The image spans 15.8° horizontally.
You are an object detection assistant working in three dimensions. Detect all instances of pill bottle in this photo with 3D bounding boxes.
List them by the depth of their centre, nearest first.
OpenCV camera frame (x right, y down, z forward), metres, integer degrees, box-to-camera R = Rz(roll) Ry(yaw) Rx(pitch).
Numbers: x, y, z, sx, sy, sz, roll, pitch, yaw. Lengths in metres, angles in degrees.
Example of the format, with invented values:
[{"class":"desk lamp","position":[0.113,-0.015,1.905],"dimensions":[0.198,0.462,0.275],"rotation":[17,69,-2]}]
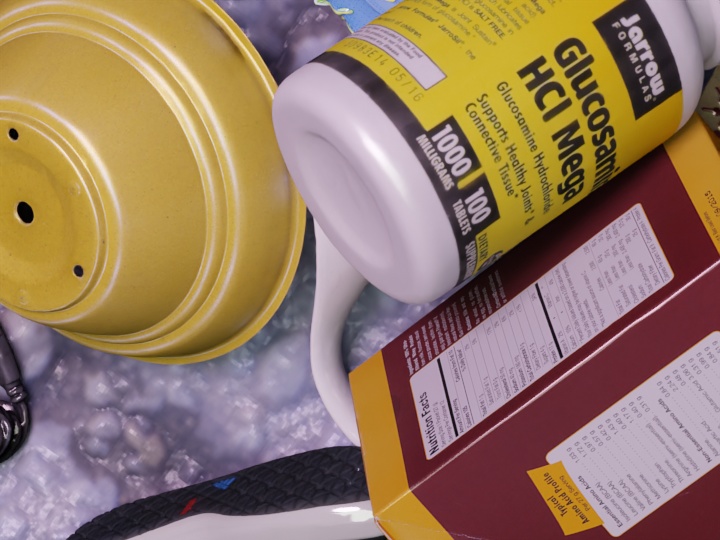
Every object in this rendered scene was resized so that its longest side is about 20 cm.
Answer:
[{"class":"pill bottle","position":[0.071,-0.082,1.099],"dimensions":[0.200,0.112,0.113],"rotation":[-35,92,-17]}]

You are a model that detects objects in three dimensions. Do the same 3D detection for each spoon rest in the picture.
[{"class":"spoon rest","position":[0.000,0.000,1.191],"dimensions":[0.060,0.099,0.201],"rotation":[-8,108,14]}]

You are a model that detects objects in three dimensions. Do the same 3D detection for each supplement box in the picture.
[{"class":"supplement box","position":[0.134,0.083,1.125],"dimensions":[0.200,0.133,0.197],"rotation":[-37,112,11]}]

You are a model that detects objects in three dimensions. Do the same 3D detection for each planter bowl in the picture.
[{"class":"planter bowl","position":[-0.129,-0.037,1.163],"dimensions":[0.200,0.083,0.201],"rotation":[14,117,29]}]

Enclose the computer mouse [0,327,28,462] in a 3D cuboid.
[{"class":"computer mouse","position":[-0.251,0.032,1.251],"dimensions":[0.140,0.046,0.201],"rotation":[-28,93,13]}]

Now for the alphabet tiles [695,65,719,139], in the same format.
[{"class":"alphabet tiles","position":[0.248,-0.049,1.140],"dimensions":[0.199,0.006,0.167],"rotation":[31,129,8]}]

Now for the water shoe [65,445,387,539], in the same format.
[{"class":"water shoe","position":[-0.048,0.138,1.218],"dimensions":[0.199,0.072,0.079],"rotation":[-14,108,30]}]

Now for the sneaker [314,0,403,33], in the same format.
[{"class":"sneaker","position":[0.000,-0.135,1.159],"dimensions":[0.199,0.076,0.106],"rotation":[7,107,-10]}]
